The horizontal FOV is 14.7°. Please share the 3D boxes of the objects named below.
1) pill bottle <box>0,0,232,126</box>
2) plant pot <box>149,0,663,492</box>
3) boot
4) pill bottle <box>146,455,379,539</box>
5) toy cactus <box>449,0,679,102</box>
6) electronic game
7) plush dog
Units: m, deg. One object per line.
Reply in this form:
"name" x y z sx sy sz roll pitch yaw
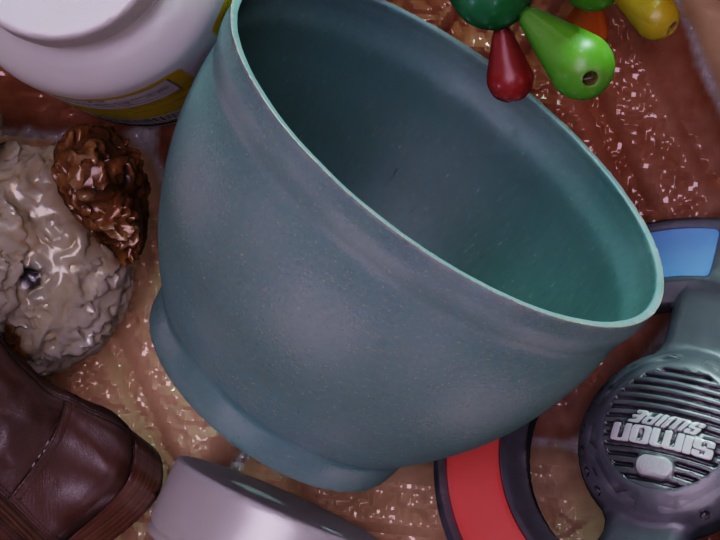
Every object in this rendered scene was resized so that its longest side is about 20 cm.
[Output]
"pill bottle" -0.099 -0.119 1.097 0.110 0.200 0.112 0 88 5
"plant pot" 0.000 0.000 1.090 0.200 0.200 0.134 39 115 6
"boot" -0.198 0.084 1.102 0.186 0.200 0.064 -45 46 2
"pill bottle" -0.071 0.185 1.128 0.114 0.114 0.201 24 90 6
"toy cactus" 0.040 -0.152 1.129 0.164 0.102 0.201 -5 73 -12
"electronic game" 0.125 0.069 1.112 0.199 0.042 0.201 -8 60 14
"plush dog" -0.175 -0.017 1.148 0.171 0.161 0.200 30 125 -8
